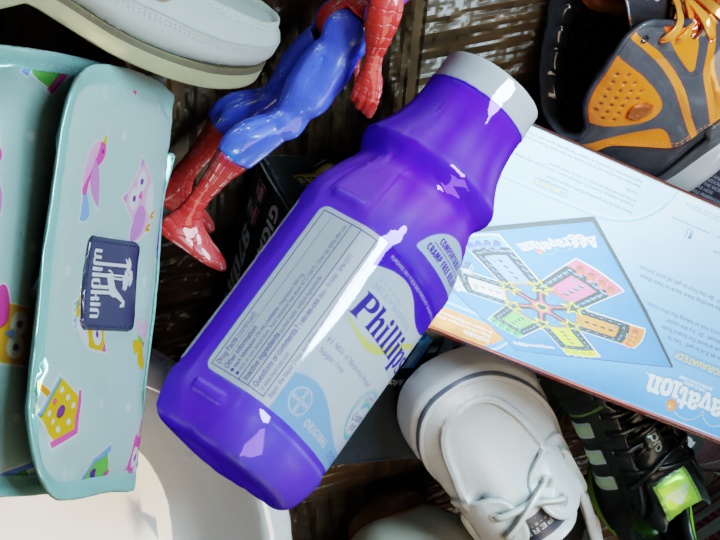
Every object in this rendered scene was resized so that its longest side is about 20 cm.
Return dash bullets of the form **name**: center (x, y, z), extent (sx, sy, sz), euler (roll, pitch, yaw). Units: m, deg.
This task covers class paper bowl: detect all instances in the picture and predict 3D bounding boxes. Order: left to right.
- **paper bowl**: center (-0.138, 0.123, 0.819), extent (0.201, 0.104, 0.201), euler (-4, 100, -23)

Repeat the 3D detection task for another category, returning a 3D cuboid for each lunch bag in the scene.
- **lunch bag**: center (-0.156, 0.000, 0.679), extent (0.200, 0.122, 0.170), euler (6, 86, -37)

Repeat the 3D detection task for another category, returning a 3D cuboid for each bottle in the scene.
- **bottle**: center (0.000, 0.000, 0.768), extent (0.200, 0.065, 0.084), euler (-54, 150, -14)

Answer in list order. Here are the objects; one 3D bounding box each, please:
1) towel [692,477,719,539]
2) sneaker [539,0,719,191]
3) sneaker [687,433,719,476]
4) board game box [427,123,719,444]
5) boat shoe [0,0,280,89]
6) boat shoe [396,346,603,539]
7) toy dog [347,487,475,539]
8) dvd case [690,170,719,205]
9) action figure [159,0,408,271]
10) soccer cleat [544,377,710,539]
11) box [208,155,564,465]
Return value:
- **towel**: center (0.225, 0.132, 1.038), extent (0.144, 0.023, 0.200), euler (-35, 179, 2)
- **sneaker**: center (0.161, -0.120, 0.823), extent (0.112, 0.078, 0.200), euler (23, 115, -43)
- **sneaker**: center (0.198, 0.041, 0.995), extent (0.115, 0.076, 0.200), euler (-1, 129, -26)
- **board game box**: center (0.124, 0.009, 0.847), extent (0.200, 0.019, 0.103), euler (22, 82, -18)
- **boat shoe**: center (-0.095, -0.122, 0.675), extent (0.200, 0.075, 0.068), euler (16, 108, -50)
- **boat shoe**: center (0.082, 0.108, 0.926), extent (0.074, 0.065, 0.200), euler (-36, 139, 5)
- **toy dog**: center (0.036, 0.217, 1.015), extent (0.194, 0.140, 0.200), euler (-21, 134, -13)
- **dvd case**: center (0.222, -0.025, 0.929), extent (0.149, 0.016, 0.200), euler (24, 113, -9)
- **action figure**: center (-0.009, -0.091, 0.757), extent (0.052, 0.065, 0.200), euler (33, 105, -18)
- **soccer cleat**: center (0.138, 0.077, 0.918), extent (0.068, 0.081, 0.200), euler (-29, 137, -8)
- **box**: center (0.026, 0.021, 0.895), extent (0.200, 0.046, 0.159), euler (-1, 129, -30)
